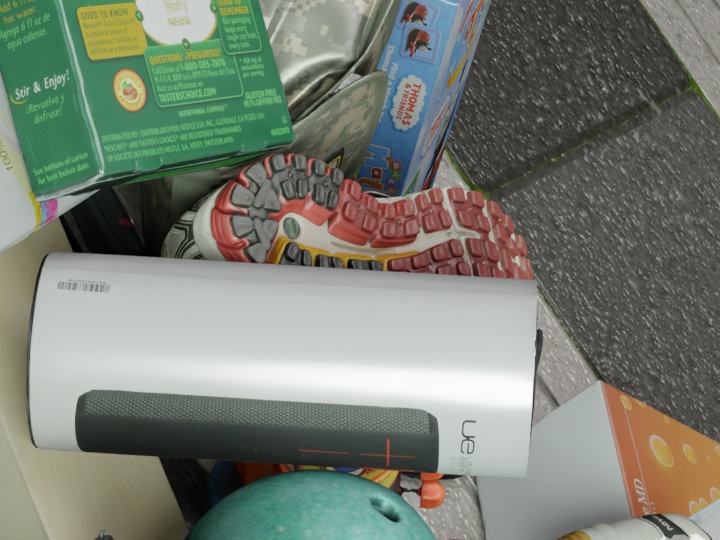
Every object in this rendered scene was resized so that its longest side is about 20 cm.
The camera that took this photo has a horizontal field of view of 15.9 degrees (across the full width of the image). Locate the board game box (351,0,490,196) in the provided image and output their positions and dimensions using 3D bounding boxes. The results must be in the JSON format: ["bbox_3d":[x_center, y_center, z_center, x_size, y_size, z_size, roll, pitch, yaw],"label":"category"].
[{"bbox_3d":[0.028,-0.088,1.363,0.036,0.201,0.151,20,32,6],"label":"board game box"}]

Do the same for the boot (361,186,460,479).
[{"bbox_3d":[0.032,0.038,1.286,0.199,0.131,0.070,28,53,-35],"label":"boot"}]

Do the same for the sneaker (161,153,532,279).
[{"bbox_3d":[0.000,0.000,1.130,0.199,0.082,0.078,20,64,-38],"label":"sneaker"}]

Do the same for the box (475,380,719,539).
[{"bbox_3d":[0.169,0.164,1.395,0.199,0.097,0.125,27,39,-38],"label":"box"}]

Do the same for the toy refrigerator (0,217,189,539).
[{"bbox_3d":[-0.142,0.071,1.083,0.076,0.070,0.201,-4,62,-48],"label":"toy refrigerator"}]

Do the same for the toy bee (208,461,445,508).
[{"bbox_3d":[-0.019,0.090,1.191,0.108,0.131,0.201,-5,61,-8],"label":"toy bee"}]

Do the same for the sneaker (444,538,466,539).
[{"bbox_3d":[0.075,0.207,1.221,0.073,0.087,0.201,19,44,-32],"label":"sneaker"}]

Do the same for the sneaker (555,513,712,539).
[{"bbox_3d":[0.151,0.213,1.257,0.076,0.087,0.201,-145,-139,-62],"label":"sneaker"}]

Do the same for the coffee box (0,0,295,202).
[{"bbox_3d":[-0.101,-0.135,1.023,0.123,0.044,0.201,-15,89,-51],"label":"coffee box"}]

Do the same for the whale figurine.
[{"bbox_3d":[0.018,0.152,0.996,0.199,0.104,0.159,32,19,12],"label":"whale figurine"}]

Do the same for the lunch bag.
[{"bbox_3d":[-0.044,-0.099,1.182,0.117,0.164,0.201,18,70,-2],"label":"lunch bag"}]

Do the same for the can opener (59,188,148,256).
[{"bbox_3d":[-0.125,-0.006,1.184,0.079,0.063,0.201,39,26,-62],"label":"can opener"}]

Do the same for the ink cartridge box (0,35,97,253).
[{"bbox_3d":[-0.182,-0.071,1.006,0.200,0.084,0.145,-38,108,-50],"label":"ink cartridge box"}]

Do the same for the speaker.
[{"bbox_3d":[-0.027,0.037,1.017,0.199,0.082,0.081,4,41,1],"label":"speaker"}]

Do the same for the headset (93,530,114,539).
[{"bbox_3d":[-0.181,0.073,0.992,0.200,0.094,0.123,43,33,6],"label":"headset"}]
